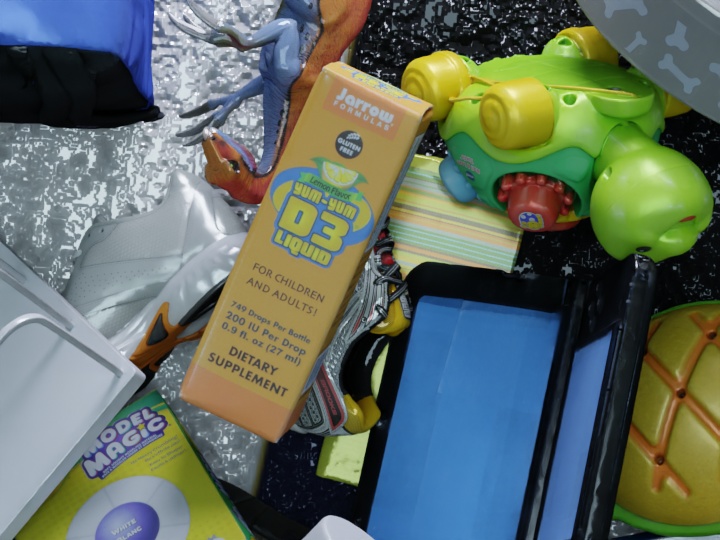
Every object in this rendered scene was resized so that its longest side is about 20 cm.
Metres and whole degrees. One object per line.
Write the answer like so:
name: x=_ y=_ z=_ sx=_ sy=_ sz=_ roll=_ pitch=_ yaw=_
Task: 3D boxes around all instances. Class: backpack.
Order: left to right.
backpack: x=-0.202 y=-0.164 z=1.334 sx=0.161 sy=0.200 sz=0.169 roll=-5 pitch=88 yaw=1

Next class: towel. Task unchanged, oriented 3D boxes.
towel: x=0.038 y=0.035 z=1.418 sx=0.085 sy=0.018 sz=0.202 roll=14 pitch=89 yaw=4

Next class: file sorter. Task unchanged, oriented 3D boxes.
file sorter: x=-0.250 y=0.036 z=1.327 sx=0.200 sy=0.125 sz=0.139 roll=40 pitch=88 yaw=31

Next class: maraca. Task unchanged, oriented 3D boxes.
maraca: x=0.176 y=0.089 z=1.372 sx=0.199 sy=0.107 sz=0.138 roll=-15 pitch=63 yaw=18

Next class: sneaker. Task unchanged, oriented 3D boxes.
sneaker: x=-0.150 y=0.022 z=1.400 sx=0.199 sy=0.076 sz=0.092 roll=-36 pitch=71 yaw=-1
sneaker: x=0.000 y=0.000 z=1.382 sx=0.082 sy=0.078 sz=0.202 roll=16 pitch=97 yaw=24

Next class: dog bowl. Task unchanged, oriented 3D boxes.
dog bowl: x=0.202 y=-0.148 z=1.340 sx=0.199 sy=0.200 sz=0.059 roll=35 pitch=118 yaw=1

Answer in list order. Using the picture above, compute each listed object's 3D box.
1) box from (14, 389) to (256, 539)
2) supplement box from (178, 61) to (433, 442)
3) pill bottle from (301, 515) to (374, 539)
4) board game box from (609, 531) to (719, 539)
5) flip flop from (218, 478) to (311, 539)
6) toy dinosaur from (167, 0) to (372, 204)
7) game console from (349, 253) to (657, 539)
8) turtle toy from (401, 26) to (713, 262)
box: x=-0.127 y=0.152 z=1.343 sx=0.117 sy=0.049 sz=0.200 roll=-32 pitch=44 yaw=-6
supplement box: x=-0.030 y=-0.011 z=1.313 sx=0.066 sy=0.069 sz=0.201 roll=24 pitch=97 yaw=4
pill bottle: x=-0.055 y=0.225 z=1.225 sx=0.111 sy=0.111 sz=0.200 roll=43 pitch=100 yaw=2
board game box: x=0.218 y=0.244 z=1.389 sx=0.198 sy=0.056 sz=0.197 roll=-11 pitch=88 yaw=0
flip flop: x=-0.043 y=0.193 z=1.392 sx=0.199 sy=0.058 sz=0.081 roll=30 pitch=52 yaw=9
toy dinosaur: x=-0.037 y=-0.131 z=1.356 sx=0.199 sy=0.105 sz=0.183 roll=-14 pitch=69 yaw=18
game console: x=0.073 y=0.088 z=1.314 sx=0.115 sy=0.176 sz=0.202 roll=13 pitch=79 yaw=-6
turtle toy: x=0.120 y=-0.068 z=1.343 sx=0.145 sy=0.200 sz=0.102 roll=-13 pitch=113 yaw=-31
